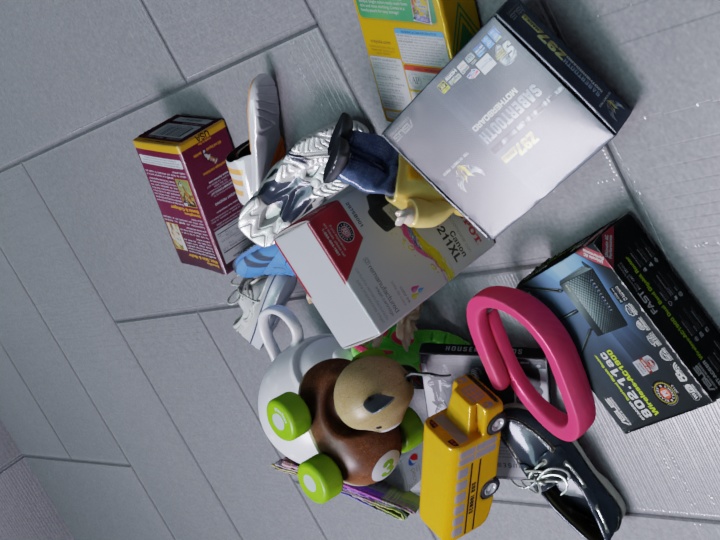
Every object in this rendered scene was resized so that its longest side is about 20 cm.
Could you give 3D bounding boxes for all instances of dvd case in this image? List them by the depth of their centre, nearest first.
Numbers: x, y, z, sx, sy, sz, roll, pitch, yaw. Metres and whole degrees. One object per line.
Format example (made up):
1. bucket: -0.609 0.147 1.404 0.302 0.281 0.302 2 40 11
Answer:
1. dvd case: 0.154 0.171 1.538 0.150 0.025 0.200 2 128 15

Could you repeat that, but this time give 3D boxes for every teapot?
1. teapot: -0.041 0.151 1.700 0.200 0.197 0.146 6 136 -8

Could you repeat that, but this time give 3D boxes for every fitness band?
1. fitness band: 0.185 0.098 1.387 0.144 0.037 0.200 21 144 51

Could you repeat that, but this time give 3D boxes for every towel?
1. towel: -0.014 0.286 1.744 0.200 0.023 0.144 20 -178 8

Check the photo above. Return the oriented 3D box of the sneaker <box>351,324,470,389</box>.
1. sneaker: 0.084 0.113 1.616 0.200 0.077 0.084 20 170 34

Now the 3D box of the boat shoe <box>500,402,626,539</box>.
1. boat shoe: 0.226 0.240 1.505 0.200 0.062 0.075 49 133 -10

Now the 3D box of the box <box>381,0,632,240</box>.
1. box: 0.135 -0.141 1.239 0.158 0.051 0.200 44 136 -4

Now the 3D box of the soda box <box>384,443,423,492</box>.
1. soda box: 0.010 0.232 1.814 0.200 0.068 0.064 23 138 40

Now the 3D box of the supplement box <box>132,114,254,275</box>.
1. supplement box: -0.218 -0.105 1.778 0.110 0.086 0.200 13 130 46

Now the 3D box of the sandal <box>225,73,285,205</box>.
1. sandal: -0.135 -0.155 1.623 0.059 0.079 0.207 13 125 20

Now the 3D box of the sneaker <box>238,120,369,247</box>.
1. sneaker: -0.059 -0.122 1.565 0.079 0.130 0.199 38 113 -9

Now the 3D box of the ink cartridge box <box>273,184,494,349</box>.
1. ink cartridge box: 0.029 -0.032 1.409 0.146 0.200 0.083 57 146 -5

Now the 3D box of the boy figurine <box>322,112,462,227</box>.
1. boy figurine: 0.062 -0.094 1.351 0.200 0.124 0.064 18 144 -10

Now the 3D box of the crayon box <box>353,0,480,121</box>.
1. crayon box: 0.060 -0.244 1.305 0.126 0.052 0.200 17 133 45

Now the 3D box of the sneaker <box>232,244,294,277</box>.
1. sneaker: -0.097 -0.015 1.697 0.200 0.066 0.078 -28 92 47

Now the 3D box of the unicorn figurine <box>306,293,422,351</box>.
1. unicorn figurine: 0.000 0.000 1.570 0.074 0.137 0.200 -17 121 47

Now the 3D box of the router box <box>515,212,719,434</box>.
1. router box: 0.268 0.057 1.305 0.200 0.062 0.150 53 150 1

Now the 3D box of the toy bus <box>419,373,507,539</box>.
1. toy bus: 0.116 0.219 1.506 0.065 0.078 0.200 43 144 40

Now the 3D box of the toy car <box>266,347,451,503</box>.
1. toy car: 0.019 0.161 1.484 0.200 0.164 0.158 -30 87 55

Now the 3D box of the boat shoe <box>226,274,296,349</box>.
1. boat shoe: -0.150 0.038 1.833 0.086 0.075 0.202 32 153 3
